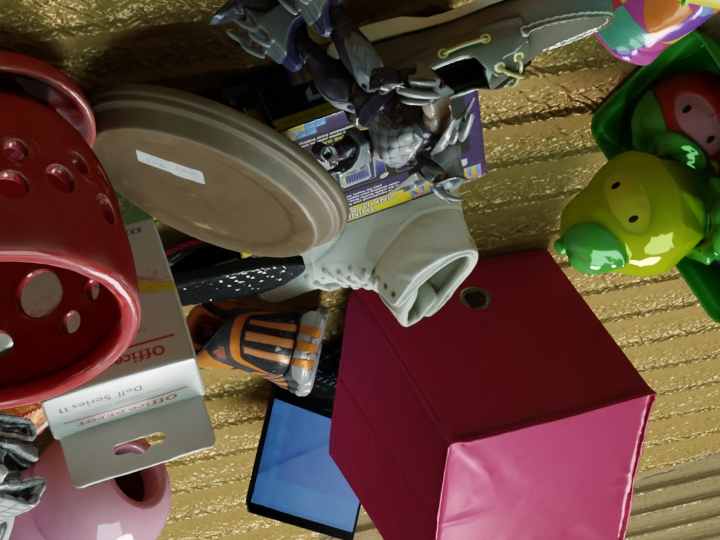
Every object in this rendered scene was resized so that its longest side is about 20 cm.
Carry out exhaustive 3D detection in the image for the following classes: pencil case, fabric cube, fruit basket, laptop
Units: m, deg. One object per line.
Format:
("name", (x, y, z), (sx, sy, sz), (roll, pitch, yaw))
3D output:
("pencil case", (0.242, -0.227, 1.603), (0.200, 0.089, 0.088), (-39, 147, 30))
("fabric cube", (0.106, 0.130, 1.965), (0.196, 0.199, 0.200), (-11, 132, -21))
("fruit basket", (0.248, -0.064, 1.767), (0.215, 0.216, 0.156), (3, 145, -38))
("laptop", (0.008, 0.141, 2.083), (0.200, 0.103, 0.177), (-32, 151, 21))

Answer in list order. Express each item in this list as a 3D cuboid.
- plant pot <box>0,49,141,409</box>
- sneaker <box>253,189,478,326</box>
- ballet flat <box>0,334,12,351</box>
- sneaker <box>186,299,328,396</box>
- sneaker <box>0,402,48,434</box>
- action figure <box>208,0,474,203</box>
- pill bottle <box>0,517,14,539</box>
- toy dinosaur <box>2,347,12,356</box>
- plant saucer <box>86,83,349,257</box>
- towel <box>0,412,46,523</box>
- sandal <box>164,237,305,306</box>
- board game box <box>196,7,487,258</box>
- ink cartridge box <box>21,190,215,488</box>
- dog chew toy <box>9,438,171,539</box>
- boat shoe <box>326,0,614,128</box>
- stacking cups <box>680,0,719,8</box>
("plant pot", (-0.253, -0.031, 1.502), (0.200, 0.183, 0.201), (-11, 151, -6))
("sneaker", (0.000, 0.000, 1.812), (0.200, 0.116, 0.074), (-32, 152, 26))
("ballet flat", (-0.326, 0.041, 1.735), (0.200, 0.070, 0.069), (-20, 153, 1))
("sneaker", (-0.087, 0.053, 1.905), (0.112, 0.078, 0.200), (12, 172, 2))
("sneaker", (-0.252, 0.084, 1.867), (0.200, 0.073, 0.077), (-24, 131, -1))
("action figure", (-0.001, -0.118, 1.512), (0.069, 0.200, 0.130), (-39, 176, -43))
("pill bottle", (-0.385, 0.185, 1.892), (0.112, 0.112, 0.200), (-34, 149, 25))
("toy dinosaur", (-0.258, 0.083, 1.765), (0.101, 0.058, 0.200), (-32, -167, -21))
("plant saucer", (-0.104, -0.063, 1.595), (0.200, 0.030, 0.200), (20, 159, 8))
("towel", (-0.353, 0.140, 1.736), (0.200, 0.086, 0.166), (13, 156, -30))
("sandal", (-0.142, 0.001, 1.795), (0.200, 0.045, 0.075), (-9, 164, 13))
("board game box", (-0.012, -0.098, 1.692), (0.200, 0.057, 0.165), (-19, 155, -4))
("ink cartridge box", (-0.184, 0.044, 1.674), (0.117, 0.200, 0.067), (-17, 152, -6))
("dog chew toy", (-0.258, 0.213, 2.028), (0.124, 0.125, 0.200), (11, 147, -45))
("boat shoe", (0.080, -0.148, 1.578), (0.201, 0.060, 0.072), (-15, 161, 5))
("stacking cups", (0.162, -0.213, 1.534), (0.200, 0.061, 0.061), (11, 150, 2))
